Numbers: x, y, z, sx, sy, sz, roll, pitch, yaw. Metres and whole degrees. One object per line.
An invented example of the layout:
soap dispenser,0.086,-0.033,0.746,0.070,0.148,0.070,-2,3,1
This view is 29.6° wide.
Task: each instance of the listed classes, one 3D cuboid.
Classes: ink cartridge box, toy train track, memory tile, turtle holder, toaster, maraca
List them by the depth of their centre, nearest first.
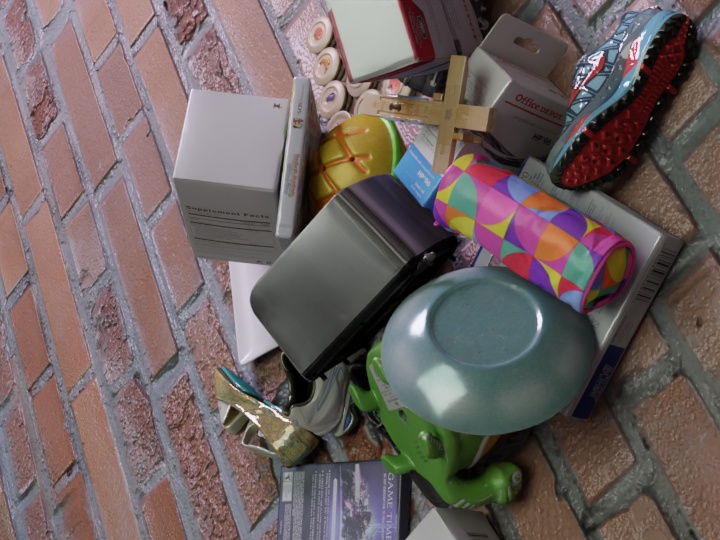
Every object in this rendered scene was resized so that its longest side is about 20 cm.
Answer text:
turtle holder,0.090,0.136,1.331,0.186,0.131,0.141,51,152,29
ink cartridge box,0.195,0.013,1.345,0.200,0.040,0.201,39,108,45
toy train track,0.072,-0.157,1.365,0.199,0.032,0.116,17,98,52
ink cartridge box,0.140,-0.149,1.396,0.201,0.116,0.068,-56,47,21
ink cartridge box,0.042,-0.275,1.407,0.083,0.200,0.146,-17,92,26
toaster,0.000,0.000,1.407,0.119,0.181,0.200,45,111,6
maraca,-0.010,-0.082,1.545,0.137,0.106,0.201,24,98,54
memory tile,-0.003,-0.255,1.658,0.153,0.017,0.201,-35,55,36

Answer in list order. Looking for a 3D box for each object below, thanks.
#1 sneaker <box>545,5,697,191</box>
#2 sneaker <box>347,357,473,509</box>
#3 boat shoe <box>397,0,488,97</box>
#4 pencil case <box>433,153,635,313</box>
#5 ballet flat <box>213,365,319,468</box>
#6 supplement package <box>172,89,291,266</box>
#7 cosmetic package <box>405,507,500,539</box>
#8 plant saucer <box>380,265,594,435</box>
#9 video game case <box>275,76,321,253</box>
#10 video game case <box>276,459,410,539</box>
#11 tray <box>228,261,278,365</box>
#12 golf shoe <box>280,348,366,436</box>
sneaker,0.241,-0.166,1.325,0.200,0.079,0.095,-53,37,1
sneaker,0.047,0.169,1.431,0.076,0.079,0.200,-51,48,24
boat shoe,0.113,-0.284,1.526,0.063,0.073,0.200,37,104,1
pencil case,0.159,-0.035,1.275,0.200,0.088,0.089,34,104,33
ballet flat,-0.127,0.176,1.620,0.199,0.070,0.071,28,99,44
supplement package,-0.141,-0.105,1.594,0.200,0.119,0.122,90,-172,-64
cosmetic package,0.066,0.343,1.356,0.200,0.081,0.113,-53,48,21
plant saucer,0.116,0.059,1.261,0.039,0.200,0.201,82,161,-48
video game case,-0.070,-0.106,1.582,0.023,0.200,0.184,5,79,3
video game case,-0.023,0.285,1.516,0.199,0.019,0.144,-11,71,44
tray,-0.120,0.011,1.701,0.107,0.022,0.201,-29,58,38
golf shoe,-0.043,0.084,1.541,0.078,0.097,0.202,-15,66,46
